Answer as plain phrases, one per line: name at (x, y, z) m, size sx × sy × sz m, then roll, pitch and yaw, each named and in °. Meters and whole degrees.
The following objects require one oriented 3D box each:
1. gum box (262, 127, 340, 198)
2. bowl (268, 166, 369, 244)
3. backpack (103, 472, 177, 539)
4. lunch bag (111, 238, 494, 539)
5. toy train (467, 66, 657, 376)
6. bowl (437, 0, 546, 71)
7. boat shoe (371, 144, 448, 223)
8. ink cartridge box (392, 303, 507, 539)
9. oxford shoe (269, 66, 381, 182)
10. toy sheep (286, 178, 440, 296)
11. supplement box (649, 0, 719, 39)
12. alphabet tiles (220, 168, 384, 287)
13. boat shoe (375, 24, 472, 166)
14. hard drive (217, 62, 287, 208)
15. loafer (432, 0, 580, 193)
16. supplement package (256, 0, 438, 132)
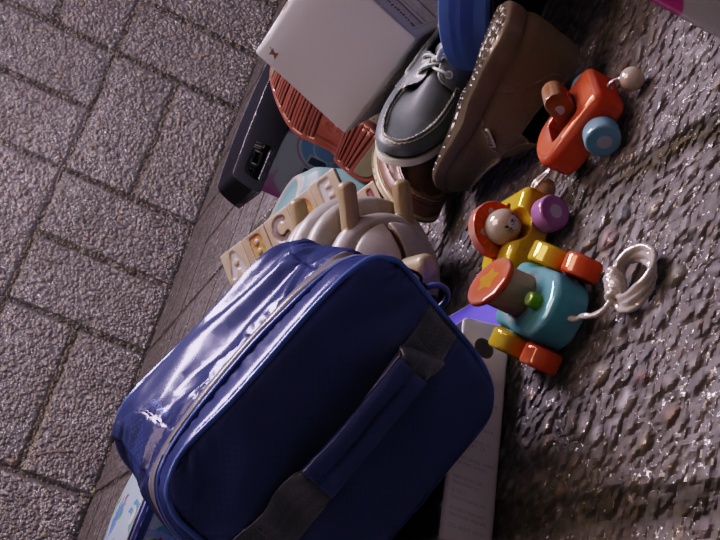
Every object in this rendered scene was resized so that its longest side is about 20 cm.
gum box at (-0.031, -0.149, 1.152) m, size 0.200 × 0.113 × 0.066 m, roll -53°, pitch 20°, yaw 41°
bowl at (-0.040, -0.023, 1.021) m, size 0.201 × 0.104 × 0.201 m, roll -59°, pitch 18°, yaw 31°
backpack at (-0.127, 0.231, 0.785) m, size 0.184 × 0.146 × 0.200 m, roll -64°, pitch 18°, yaw 17°
lunch bag at (-0.022, 0.078, 0.556) m, size 0.200 × 0.136 × 0.132 m, roll -49°, pitch 26°, yaw -14°
toy train at (0.111, -0.038, 0.601) m, size 0.150 × 0.055 × 0.201 m, roll -53°, pitch 20°, yaw 38°
bowl at (0.113, -0.248, 0.757) m, size 0.201 × 0.039 × 0.202 m, roll -53°, pitch -27°, yaw -43°
boat shoe at (0.057, -0.123, 0.890) m, size 0.068 × 0.072 × 0.201 m, roll -57°, pitch 15°, yaw 40°
ink cartridge box at (0.021, 0.113, 0.678) m, size 0.198 × 0.043 × 0.201 m, roll -37°, pitch 31°, yaw 47°
oxford shoe at (-0.020, -0.158, 1.025) m, size 0.200 × 0.074 × 0.071 m, roll 49°, pitch 127°, yaw 26°
toy sheep at (0.000, 0.000, 0.801) m, size 0.200 × 0.137 × 0.139 m, roll -11°, pitch 57°, yaw 66°
supplement box at (0.174, -0.228, 0.580) m, size 0.104 × 0.101 × 0.201 m, roll -58°, pitch 18°, yaw 30°
alphabet tiles at (-0.037, 0.013, 0.920) m, size 0.200 × 0.008 × 0.168 m, roll -35°, pitch 70°, yaw 33°
boat shoe at (0.064, -0.169, 0.845) m, size 0.201 × 0.072 × 0.062 m, roll -57°, pitch -29°, yaw -31°
hard drive at (-0.105, -0.175, 1.142) m, size 0.201 × 0.042 × 0.135 m, roll -70°, pitch 15°, yaw -11°
loafer at (0.102, -0.110, 0.734) m, size 0.200 × 0.067 × 0.076 m, roll 108°, pitch -176°, yaw -67°
supplement package at (0.012, -0.232, 0.969) m, size 0.117 × 0.117 × 0.200 m, roll -49°, pitch -3°, yaw 32°
